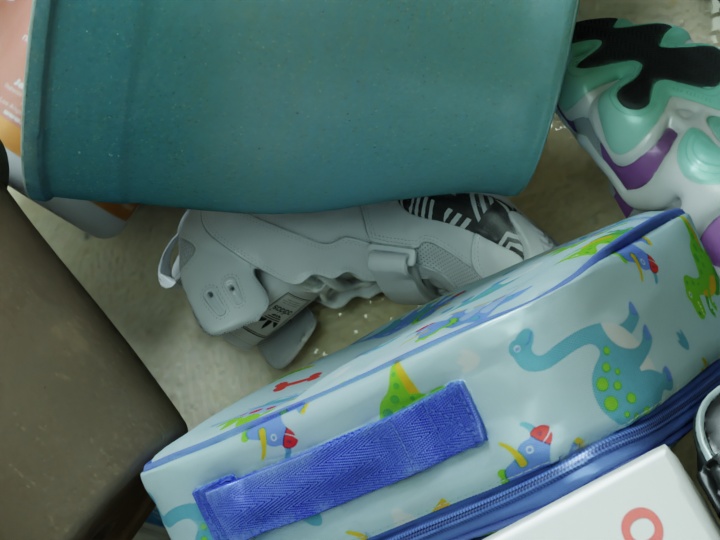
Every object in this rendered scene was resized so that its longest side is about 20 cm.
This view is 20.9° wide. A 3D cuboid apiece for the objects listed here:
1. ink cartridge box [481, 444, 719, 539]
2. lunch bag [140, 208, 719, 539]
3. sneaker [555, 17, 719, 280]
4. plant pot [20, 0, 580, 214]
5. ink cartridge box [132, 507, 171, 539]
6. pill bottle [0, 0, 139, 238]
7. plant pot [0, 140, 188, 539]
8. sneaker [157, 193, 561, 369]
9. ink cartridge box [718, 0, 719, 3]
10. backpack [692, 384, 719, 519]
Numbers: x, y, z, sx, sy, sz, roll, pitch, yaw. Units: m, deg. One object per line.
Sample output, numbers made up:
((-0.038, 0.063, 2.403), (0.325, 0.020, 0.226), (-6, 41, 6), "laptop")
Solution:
((0.044, 0.165, 0.590), (0.199, 0.084, 0.146), (-29, 69, 4), "ink cartridge box")
((0.030, 0.055, 0.698), (0.200, 0.161, 0.083), (-26, 88, 30), "lunch bag")
((0.130, -0.004, 0.771), (0.077, 0.140, 0.200), (-15, 41, -26), "sneaker")
((-0.016, -0.108, 0.740), (0.187, 0.200, 0.201), (11, 78, -4), "plant pot")
((-0.198, 0.114, 0.876), (0.200, 0.086, 0.147), (38, 91, 27), "ink cartridge box")
((-0.108, -0.125, 0.891), (0.112, 0.112, 0.200), (31, 88, 26), "pill bottle")
((-0.166, 0.051, 0.747), (0.174, 0.200, 0.201), (38, 91, 9), "plant pot")
((0.000, 0.000, 0.836), (0.200, 0.075, 0.115), (32, 90, 31), "sneaker")
((0.235, -0.066, 0.760), (0.116, 0.068, 0.200), (-33, 66, 11), "ink cartridge box")
((0.230, 0.081, 0.620), (0.199, 0.151, 0.178), (-30, 51, 6), "backpack")
